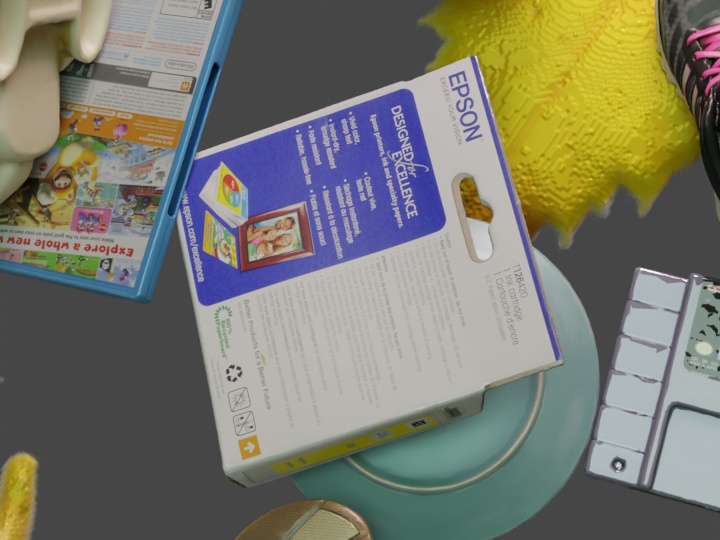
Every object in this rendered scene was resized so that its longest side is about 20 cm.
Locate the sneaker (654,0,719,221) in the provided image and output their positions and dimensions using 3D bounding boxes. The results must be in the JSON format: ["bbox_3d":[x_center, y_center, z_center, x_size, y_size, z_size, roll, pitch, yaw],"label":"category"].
[{"bbox_3d":[0.219,-0.101,0.970,0.073,0.087,0.201,-13,77,3],"label":"sneaker"}]

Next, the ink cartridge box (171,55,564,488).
[{"bbox_3d":[0.000,0.000,0.971,0.199,0.047,0.198,-17,66,9],"label":"ink cartridge box"}]

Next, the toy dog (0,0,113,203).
[{"bbox_3d":[-0.264,-0.148,1.012,0.199,0.140,0.195,18,119,19],"label":"toy dog"}]

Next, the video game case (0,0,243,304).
[{"bbox_3d":[-0.159,-0.089,1.026,0.143,0.018,0.201,11,79,26],"label":"video game case"}]

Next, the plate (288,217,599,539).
[{"bbox_3d":[0.039,0.061,0.989,0.199,0.026,0.201,-1,78,7],"label":"plate"}]

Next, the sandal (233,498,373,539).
[{"bbox_3d":[-0.056,0.216,0.957,0.080,0.054,0.201,27,97,17],"label":"sandal"}]

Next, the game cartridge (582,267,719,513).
[{"bbox_3d":[0.237,0.079,0.960,0.199,0.038,0.130,14,84,9],"label":"game cartridge"}]
